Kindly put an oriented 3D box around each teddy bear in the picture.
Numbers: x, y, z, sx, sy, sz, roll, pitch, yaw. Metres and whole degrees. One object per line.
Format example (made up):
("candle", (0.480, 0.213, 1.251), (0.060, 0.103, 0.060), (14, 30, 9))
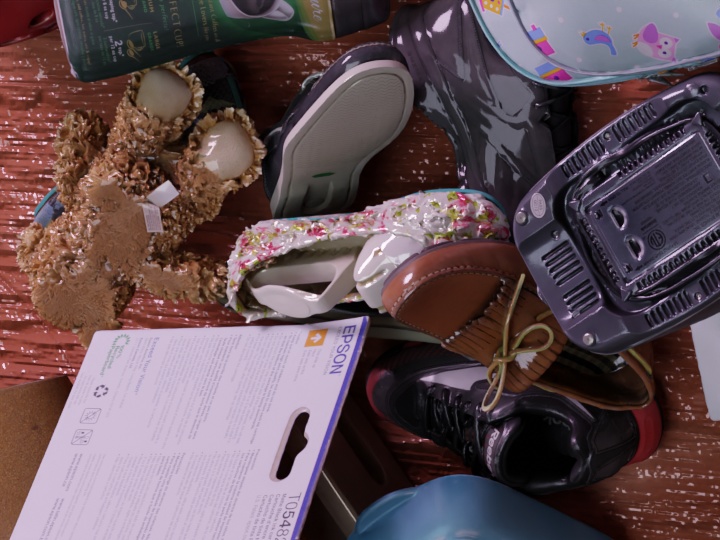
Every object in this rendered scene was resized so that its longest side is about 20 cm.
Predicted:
("teddy bear", (-0.136, -0.044, 1.673), (0.144, 0.067, 0.201), (21, 121, 4))

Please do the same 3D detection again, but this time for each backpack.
("backpack", (0.144, -0.188, 1.457), (0.199, 0.153, 0.177), (-12, 109, 38))

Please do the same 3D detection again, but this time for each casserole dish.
("casserole dish", (0.079, 0.190, 1.644), (0.121, 0.199, 0.039), (-37, 44, 29))

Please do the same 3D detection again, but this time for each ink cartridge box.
("ink cartridge box", (-0.099, 0.117, 1.591), (0.199, 0.200, 0.041), (-3, 137, 27))

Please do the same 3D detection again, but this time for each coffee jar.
("coffee jar", (-0.083, -0.179, 1.590), (0.199, 0.085, 0.105), (-9, 106, -1))

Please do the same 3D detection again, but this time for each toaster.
("toaster", (0.192, -0.040, 1.476), (0.200, 0.129, 0.114), (-37, 76, 30))

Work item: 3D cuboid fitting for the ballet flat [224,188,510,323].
("ballet flat", (0.000, 0.000, 1.587), (0.199, 0.064, 0.076), (-11, 126, 39))

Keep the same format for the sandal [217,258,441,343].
("sandal", (-0.007, 0.027, 1.687), (0.200, 0.080, 0.058), (13, 130, 26))

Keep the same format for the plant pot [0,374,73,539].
("plant pot", (-0.225, 0.179, 1.837), (0.186, 0.186, 0.201), (-13, 87, 35))

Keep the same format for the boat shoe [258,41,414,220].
("boat shoe", (-0.021, -0.093, 1.609), (0.200, 0.071, 0.068), (126, 135, -64))

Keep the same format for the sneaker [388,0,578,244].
("sneaker", (0.096, -0.081, 1.579), (0.090, 0.076, 0.201), (-27, 96, 30))

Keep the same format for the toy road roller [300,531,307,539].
("toy road roller", (-0.051, 0.215, 1.629), (0.199, 0.123, 0.147), (10, 96, 14))

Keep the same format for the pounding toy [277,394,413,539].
("pounding toy", (-0.058, 0.175, 1.758), (0.184, 0.142, 0.200), (-34, 93, 22))

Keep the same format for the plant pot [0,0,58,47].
("plant pot", (-0.256, -0.230, 1.665), (0.199, 0.182, 0.202), (11, 114, 25))

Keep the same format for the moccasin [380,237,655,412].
("moccasin", (0.094, 0.038, 1.540), (0.074, 0.201, 0.078), (-39, 47, 25))

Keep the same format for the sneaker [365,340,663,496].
("sneaker", (0.081, 0.090, 1.643), (0.199, 0.098, 0.071), (11, 117, 29))

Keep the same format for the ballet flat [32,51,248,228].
("ballet flat", (-0.142, -0.061, 1.730), (0.074, 0.074, 0.200), (50, 128, 3))

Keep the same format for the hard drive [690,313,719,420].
("hard drive", (0.284, 0.019, 1.532), (0.199, 0.026, 0.133), (-4, 107, 33))
